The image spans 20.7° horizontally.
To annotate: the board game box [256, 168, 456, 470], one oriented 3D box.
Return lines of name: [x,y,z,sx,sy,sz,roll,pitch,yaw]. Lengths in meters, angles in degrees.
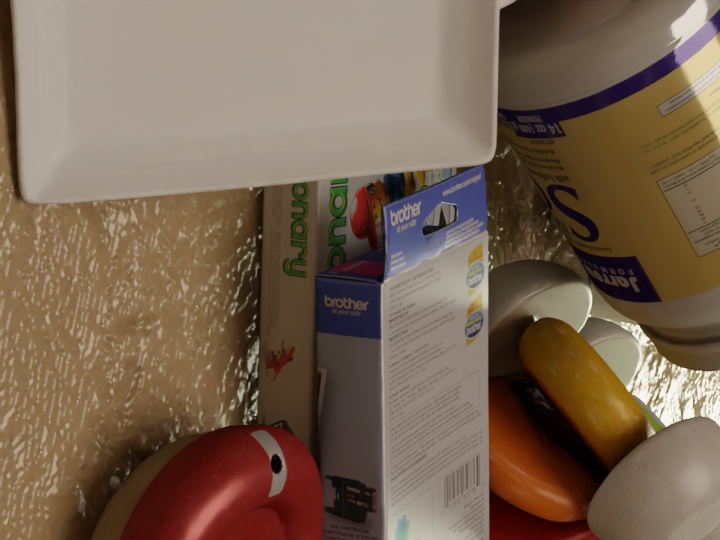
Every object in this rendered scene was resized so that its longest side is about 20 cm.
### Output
board game box: [0.000,0.000,0.939,0.126,0.035,0.201,-11,105,-57]

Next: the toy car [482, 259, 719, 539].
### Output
toy car: [0.111,0.107,1.048,0.150,0.175,0.200,-43,148,4]

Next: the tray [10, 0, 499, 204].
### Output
tray: [-0.040,-0.088,0.778,0.199,0.022,0.108,-6,111,-19]

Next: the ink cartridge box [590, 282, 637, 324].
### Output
ink cartridge box: [0.262,0.005,1.206,0.145,0.199,0.084,12,86,-58]

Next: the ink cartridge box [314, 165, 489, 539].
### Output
ink cartridge box: [0.021,0.057,0.908,0.119,0.042,0.201,-25,120,-60]

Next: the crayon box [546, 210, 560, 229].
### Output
crayon box: [0.222,-0.031,1.103,0.127,0.200,0.051,-60,161,10]

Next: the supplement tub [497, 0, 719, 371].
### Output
supplement tub: [0.158,-0.064,0.986,0.200,0.145,0.146,57,48,-25]

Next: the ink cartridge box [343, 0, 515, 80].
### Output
ink cartridge box: [0.014,-0.181,0.880,0.200,0.084,0.145,-34,124,-50]

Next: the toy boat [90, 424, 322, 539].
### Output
toy boat: [-0.030,0.163,0.815,0.130,0.130,0.201,-14,93,-57]
